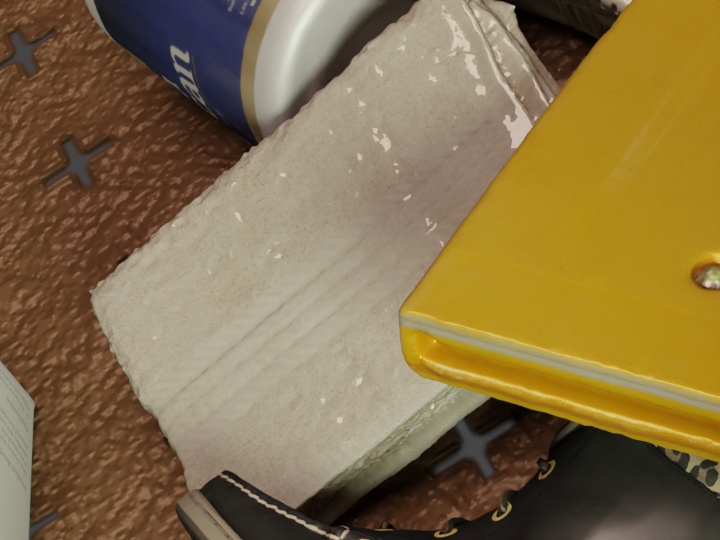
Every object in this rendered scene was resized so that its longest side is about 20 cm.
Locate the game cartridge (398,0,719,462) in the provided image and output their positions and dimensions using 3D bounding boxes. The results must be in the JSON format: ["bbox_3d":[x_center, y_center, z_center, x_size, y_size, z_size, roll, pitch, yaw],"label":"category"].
[{"bbox_3d":[0.134,-0.018,0.926,0.176,0.033,0.200,15,46,26],"label":"game cartridge"}]

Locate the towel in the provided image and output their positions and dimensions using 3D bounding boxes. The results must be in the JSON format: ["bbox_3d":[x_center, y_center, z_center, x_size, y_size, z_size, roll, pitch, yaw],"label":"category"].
[{"bbox_3d":[0.000,0.000,1.034,0.200,0.034,0.133,-39,61,16],"label":"towel"}]

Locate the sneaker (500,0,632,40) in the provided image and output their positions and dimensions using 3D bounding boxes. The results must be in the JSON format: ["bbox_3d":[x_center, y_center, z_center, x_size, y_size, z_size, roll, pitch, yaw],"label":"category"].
[{"bbox_3d":[0.115,-0.139,1.102,0.111,0.077,0.200,-53,41,-5],"label":"sneaker"}]

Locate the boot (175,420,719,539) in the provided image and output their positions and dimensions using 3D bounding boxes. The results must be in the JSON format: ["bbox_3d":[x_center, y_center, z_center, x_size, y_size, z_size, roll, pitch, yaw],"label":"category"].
[{"bbox_3d":[0.048,0.088,0.957,0.200,0.073,0.151,31,74,38],"label":"boot"}]

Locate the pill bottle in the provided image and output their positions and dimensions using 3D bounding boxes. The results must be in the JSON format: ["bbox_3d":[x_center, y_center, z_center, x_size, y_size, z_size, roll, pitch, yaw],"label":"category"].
[{"bbox_3d":[-0.045,-0.120,1.153,0.111,0.111,0.200,-44,46,-10],"label":"pill bottle"}]

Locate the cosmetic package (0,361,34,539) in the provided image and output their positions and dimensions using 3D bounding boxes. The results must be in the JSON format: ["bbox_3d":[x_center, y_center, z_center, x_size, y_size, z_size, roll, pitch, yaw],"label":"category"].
[{"bbox_3d":[-0.178,0.105,1.044,0.081,0.113,0.200,-16,46,16],"label":"cosmetic package"}]
